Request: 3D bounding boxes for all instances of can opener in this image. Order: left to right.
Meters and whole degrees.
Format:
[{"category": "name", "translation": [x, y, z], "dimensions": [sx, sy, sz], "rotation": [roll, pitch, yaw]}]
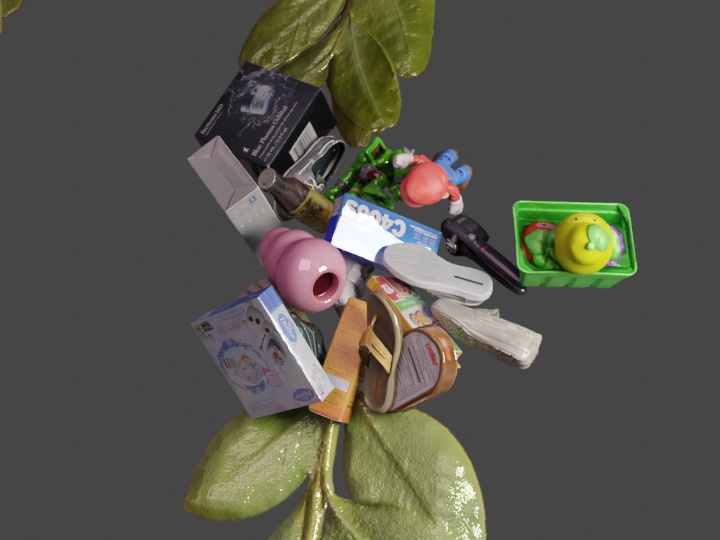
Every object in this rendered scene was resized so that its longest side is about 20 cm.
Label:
[{"category": "can opener", "translation": [0.217, -0.030, 1.728], "dimensions": [0.078, 0.064, 0.200], "rotation": [-42, 59, -8]}]

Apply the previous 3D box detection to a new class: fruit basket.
[{"category": "fruit basket", "translation": [0.349, -0.051, 1.599], "dimensions": [0.211, 0.216, 0.159], "rotation": [-7, 60, 13]}]

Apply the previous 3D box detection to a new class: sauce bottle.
[{"category": "sauce bottle", "translation": [-0.114, -0.128, 1.799], "dimensions": [0.065, 0.199, 0.067], "rotation": [-13, 66, 31]}]

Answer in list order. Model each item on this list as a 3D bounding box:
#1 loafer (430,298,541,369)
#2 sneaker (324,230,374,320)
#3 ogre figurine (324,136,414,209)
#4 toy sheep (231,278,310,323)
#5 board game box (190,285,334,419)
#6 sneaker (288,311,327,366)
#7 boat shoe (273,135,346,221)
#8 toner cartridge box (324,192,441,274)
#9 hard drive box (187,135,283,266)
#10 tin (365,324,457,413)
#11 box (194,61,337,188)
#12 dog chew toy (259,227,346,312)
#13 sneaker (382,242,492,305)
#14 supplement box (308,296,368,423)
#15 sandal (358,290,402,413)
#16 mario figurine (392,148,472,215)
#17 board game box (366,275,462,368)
[{"category": "loafer", "translation": [0.211, 0.095, 1.665], "dimensions": [0.198, 0.070, 0.070], "rotation": [28, 67, 21]}, {"category": "sneaker", "translation": [0.000, 0.000, 1.772], "dimensions": [0.113, 0.075, 0.203], "rotation": [-15, 57, 11]}, {"category": "ogre figurine", "translation": [0.030, -0.176, 1.839], "dimensions": [0.199, 0.098, 0.121], "rotation": [-19, 39, 59]}, {"category": "toy sheep", "translation": [-0.158, 0.079, 1.753], "dimensions": [0.198, 0.139, 0.138], "rotation": [-31, 57, -18]}, {"category": "board game box", "translation": [-0.165, 0.141, 1.640], "dimensions": [0.198, 0.201, 0.043], "rotation": [-19, 15, 45]}, {"category": "sneaker", "translation": [-0.116, 0.111, 1.677], "dimensions": [0.075, 0.202, 0.079], "rotation": [0, 35, 51]}, {"category": "boat shoe", "translation": [-0.095, -0.178, 1.890], "dimensions": [0.061, 0.073, 0.201], "rotation": [6, 56, 53]}, {"category": "toner cartridge box", "translation": [0.040, -0.054, 1.729], "dimensions": [0.197, 0.043, 0.097], "rotation": [20, 80, -19]}, {"category": "hard drive box", "translation": [-0.222, -0.127, 1.835], "dimensions": [0.076, 0.201, 0.156], "rotation": [-36, 58, -4]}, {"category": "tin", "translation": [0.079, 0.164, 1.613], "dimensions": [0.199, 0.041, 0.114], "rotation": [-36, 71, 44]}, {"category": "box", "translation": [-0.187, -0.280, 1.956], "dimensions": [0.197, 0.118, 0.199], "rotation": [23, 72, 28]}, {"category": "dog chew toy", "translation": [-0.108, -0.012, 1.686], "dimensions": [0.124, 0.125, 0.199], "rotation": [-43, 40, -9]}, {"category": "sneaker", "translation": [0.128, 0.016, 1.698], "dimensions": [0.196, 0.071, 0.074], "rotation": [22, 62, 4]}, {"category": "supplement box", "translation": [-0.021, 0.153, 1.674], "dimensions": [0.068, 0.067, 0.204], "rotation": [17, 83, 15]}, {"category": "sandal", "translation": [0.024, 0.137, 1.605], "dimensions": [0.080, 0.053, 0.205], "rotation": [17, 107, 48]}, {"category": "mario figurine", "translation": [0.122, -0.155, 1.760], "dimensions": [0.121, 0.199, 0.108], "rotation": [16, 112, 22]}, {"category": "board game box", "translation": [0.096, 0.087, 1.687], "dimensions": [0.030, 0.095, 0.201], "rotation": [-50, 56, 26]}]
